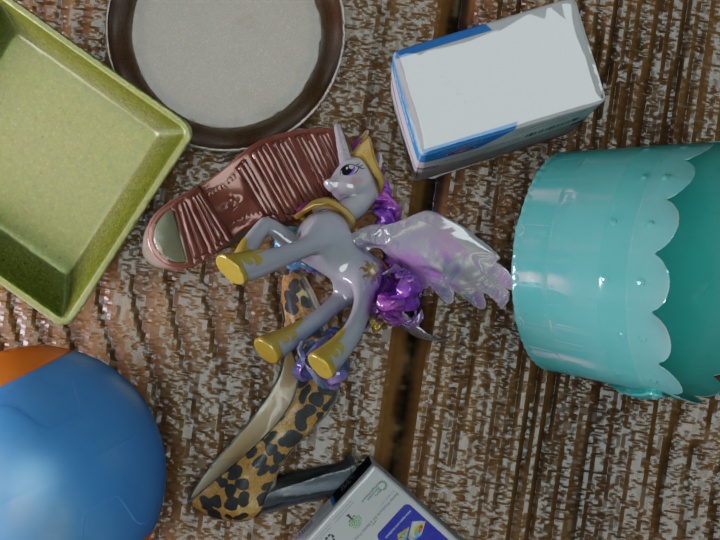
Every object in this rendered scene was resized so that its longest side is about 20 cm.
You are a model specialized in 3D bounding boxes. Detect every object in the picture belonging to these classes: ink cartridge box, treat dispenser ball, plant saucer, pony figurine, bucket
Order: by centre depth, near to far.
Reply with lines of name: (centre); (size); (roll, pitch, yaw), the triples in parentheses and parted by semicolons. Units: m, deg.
bucket: (0.215, -0.002, 1.328); (0.134, 0.207, 0.209); (5, 91, 32)
treat dispenser ball: (-0.251, 0.160, 1.330); (0.199, 0.201, 0.203); (0, 91, -1)
pony figurine: (0.000, 0.000, 1.332); (0.193, 0.166, 0.200); (47, 54, -3)
ink cartridge box: (0.101, -0.137, 1.333); (0.145, 0.200, 0.085); (-17, 88, -1)
plant saucer: (-0.263, -0.092, 1.390); (0.199, 0.048, 0.200); (35, 101, -1)
ink cartridge box: (0.047, 0.255, 1.406); (0.200, 0.039, 0.100); (44, 91, -11)
plant saucer: (-0.111, -0.199, 1.413); (0.198, 0.032, 0.202); (0, 91, 0)

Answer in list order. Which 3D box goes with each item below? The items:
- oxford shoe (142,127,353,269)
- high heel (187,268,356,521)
oxford shoe: (-0.095, -0.061, 1.399); (0.199, 0.074, 0.071); (-25, 92, -20)
high heel: (-0.086, 0.105, 1.394); (0.141, 0.071, 0.202); (-12, 100, -7)
